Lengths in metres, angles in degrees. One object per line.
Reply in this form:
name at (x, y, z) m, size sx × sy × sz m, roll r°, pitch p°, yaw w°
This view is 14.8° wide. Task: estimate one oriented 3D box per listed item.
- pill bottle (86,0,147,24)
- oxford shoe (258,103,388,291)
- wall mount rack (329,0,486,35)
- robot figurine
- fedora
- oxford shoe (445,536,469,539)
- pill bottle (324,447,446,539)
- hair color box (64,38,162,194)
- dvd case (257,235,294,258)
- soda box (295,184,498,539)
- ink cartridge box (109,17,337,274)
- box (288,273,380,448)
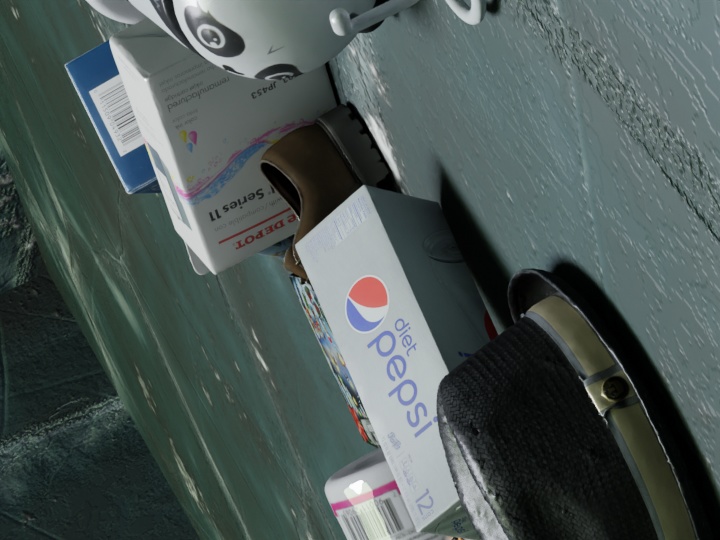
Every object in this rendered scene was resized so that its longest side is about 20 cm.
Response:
pill bottle at (-0.171, -0.254, 1.870) m, size 0.200 × 0.112 × 0.112 m, roll 51°, pitch 163°, yaw 52°
oxford shoe at (0.000, 0.000, 1.702) m, size 0.200 × 0.084 × 0.073 m, roll 59°, pitch 167°, yaw 22°
wall mount rack at (-0.013, -0.201, 1.308) m, size 0.200 × 0.075 × 0.174 m, roll 61°, pitch 169°, yaw 16°
robot figurine at (-0.072, -0.177, 1.488) m, size 0.200 × 0.150 × 0.125 m, roll 39°, pitch 145°, yaw 52°
fedora at (0.099, 0.102, 1.413) m, size 0.201 × 0.092 × 0.201 m, roll 61°, pitch 170°, yaw 19°
oxford shoe at (0.086, 0.141, 1.628) m, size 0.071 × 0.073 × 0.200 m, roll 53°, pitch 164°, yaw 50°
pill bottle at (0.068, 0.201, 1.755) m, size 0.200 × 0.113 × 0.113 m, roll 65°, pitch 170°, yaw -2°
hair color box at (-0.123, -0.109, 1.903) m, size 0.100 × 0.061 × 0.200 m, roll 64°, pitch -165°, yaw 5°
dvd case at (-0.112, -0.078, 2.038) m, size 0.143 × 0.018 × 0.200 m, roll 62°, pitch -166°, yaw 11°
soda box at (0.038, 0.051, 1.554) m, size 0.068 × 0.063 × 0.200 m, roll 13°, pitch -136°, yaw -46°
ink cartridge box at (-0.072, -0.080, 1.769) m, size 0.067 × 0.117 × 0.200 m, roll 47°, pitch 160°, yaw 49°
box at (0.014, 0.062, 1.900) m, size 0.137 × 0.040 × 0.200 m, roll 65°, pitch 170°, yaw -8°
